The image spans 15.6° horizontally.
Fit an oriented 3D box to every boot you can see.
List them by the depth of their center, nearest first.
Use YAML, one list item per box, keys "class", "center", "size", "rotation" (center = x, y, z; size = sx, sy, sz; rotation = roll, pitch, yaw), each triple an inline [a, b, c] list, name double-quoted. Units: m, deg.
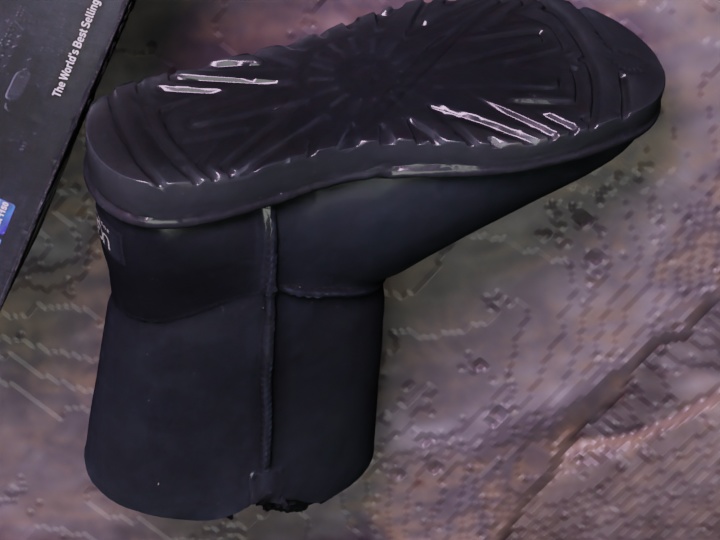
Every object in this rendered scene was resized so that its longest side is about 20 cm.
- class: "boot"
  center: [0.000, 0.000, 0.897]
  size: [0.199, 0.077, 0.169]
  rotation: [-13, 137, -15]

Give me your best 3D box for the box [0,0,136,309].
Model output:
- class: "box"
  center: [-0.151, -0.110, 0.849]
  size: [0.163, 0.086, 0.200]
  rotation: [24, 116, -6]
